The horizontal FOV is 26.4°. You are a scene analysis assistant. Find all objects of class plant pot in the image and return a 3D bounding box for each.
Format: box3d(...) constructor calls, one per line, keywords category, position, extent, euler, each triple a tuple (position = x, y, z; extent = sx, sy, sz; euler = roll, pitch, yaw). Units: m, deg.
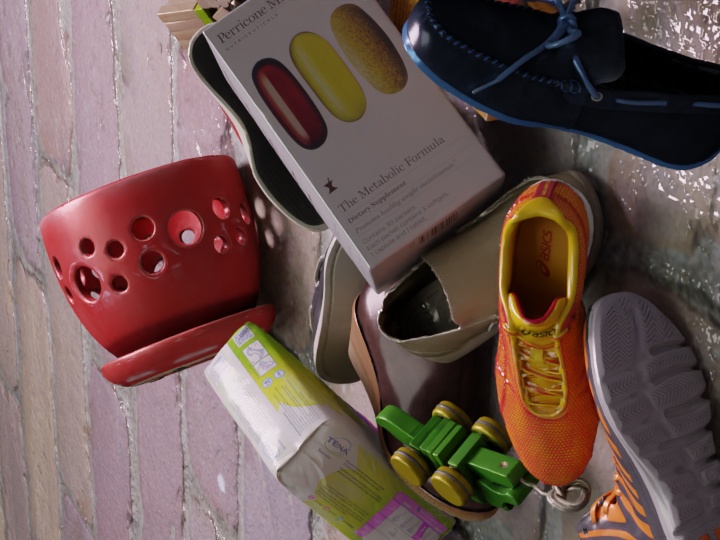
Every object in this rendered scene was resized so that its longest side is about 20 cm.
box3d(category="plant pot", position=(-0.186, 0.004, 1.480), extent=(0.200, 0.200, 0.183), euler=(-24, 87, 63))

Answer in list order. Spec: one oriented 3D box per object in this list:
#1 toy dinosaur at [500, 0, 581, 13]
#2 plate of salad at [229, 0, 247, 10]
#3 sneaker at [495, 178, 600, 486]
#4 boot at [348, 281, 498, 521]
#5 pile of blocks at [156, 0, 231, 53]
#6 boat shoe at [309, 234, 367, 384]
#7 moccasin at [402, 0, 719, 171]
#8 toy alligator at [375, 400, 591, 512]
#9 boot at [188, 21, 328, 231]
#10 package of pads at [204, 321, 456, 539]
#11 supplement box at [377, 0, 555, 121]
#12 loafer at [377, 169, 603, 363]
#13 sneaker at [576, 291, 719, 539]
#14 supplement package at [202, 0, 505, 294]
box3d(category="toy dinosaur", position=(0.083, -0.231, 0.902), extent=(0.182, 0.200, 0.105), euler=(48, 137, -8))
box3d(category="plate of salad", position=(-0.046, -0.248, 1.127), extent=(0.048, 0.200, 0.200), euler=(34, 150, -6))
box3d(category="sneaker", position=(0.110, 0.045, 0.958), extent=(0.073, 0.077, 0.201), euler=(0, 108, 21))
box3d(category="boot", position=(0.061, 0.069, 1.139), extent=(0.200, 0.072, 0.167), euler=(55, 141, 29))
box3d(category="pile of blocks", position=(-0.104, -0.257, 1.376), extent=(0.200, 0.082, 0.062), euler=(-27, 33, 54))
box3d(category="boat shoe", position=(0.000, 0.000, 1.239), extent=(0.060, 0.074, 0.200), euler=(-106, 21, -50))
box3d(category="moccasin", position=(0.121, -0.117, 0.825), extent=(0.068, 0.199, 0.081), euler=(-50, 37, 47))
box3d(category="toy alligator", position=(0.087, 0.142, 1.065), extent=(0.200, 0.059, 0.054), euler=(19, 148, 45))
box3d(category="boot", position=(-0.074, -0.128, 1.349), extent=(0.200, 0.072, 0.144), euler=(57, -176, -4))
box3d(category="package of pads", position=(-0.023, 0.146, 1.227), extent=(0.200, 0.068, 0.155), euler=(43, -178, -41))
box3d(category="supplement box", position=(0.064, -0.178, 1.041), extent=(0.200, 0.066, 0.069), euler=(50, 142, 46))
box3d(category="loafer", position=(0.083, 0.004, 1.031), extent=(0.200, 0.068, 0.076), euler=(-45, 61, 39))
box3d(category="sneaker", position=(0.165, 0.119, 0.942), extent=(0.112, 0.077, 0.201), euler=(-38, 66, 60))
box3d(category="supplement package", position=(-0.004, -0.102, 1.059), extent=(0.200, 0.114, 0.110), euler=(54, 177, 10))
